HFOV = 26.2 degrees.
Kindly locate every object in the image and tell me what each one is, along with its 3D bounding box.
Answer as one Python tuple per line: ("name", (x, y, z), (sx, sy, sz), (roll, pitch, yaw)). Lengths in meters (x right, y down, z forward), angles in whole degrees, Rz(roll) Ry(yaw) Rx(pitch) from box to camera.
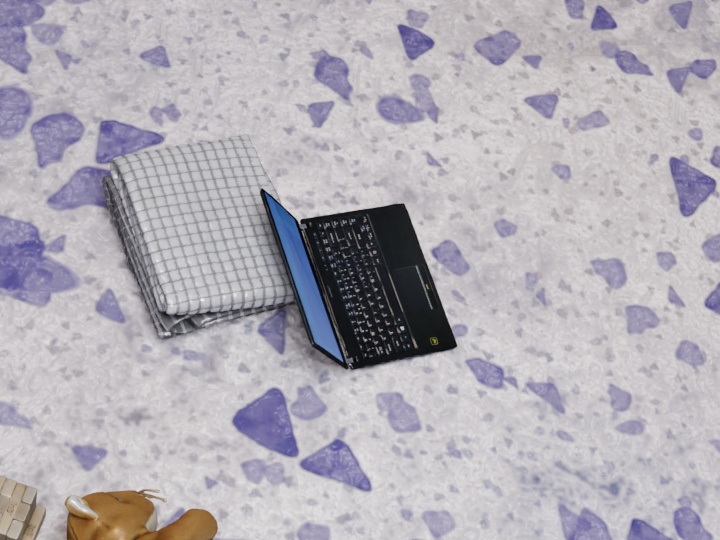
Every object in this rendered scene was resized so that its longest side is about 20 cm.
("laptop", (0.000, 0.000, 1.578), (0.200, 0.103, 0.177), (-10, 68, -24))
("towel", (-0.160, -0.034, 1.594), (0.166, 0.086, 0.200), (-11, 65, -28))
("squirrel figurine", (-0.204, 0.279, 1.350), (0.187, 0.142, 0.200), (36, 54, 19))
("block tower", (-0.388, 0.201, 1.403), (0.200, 0.058, 0.054), (20, 56, -2))
